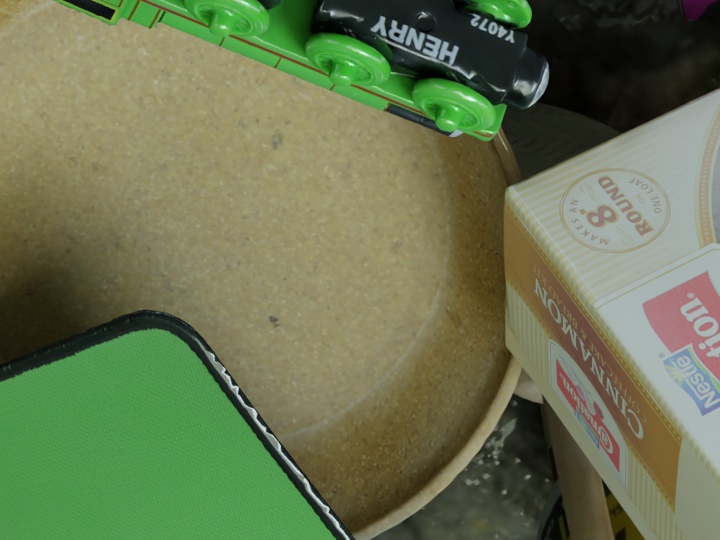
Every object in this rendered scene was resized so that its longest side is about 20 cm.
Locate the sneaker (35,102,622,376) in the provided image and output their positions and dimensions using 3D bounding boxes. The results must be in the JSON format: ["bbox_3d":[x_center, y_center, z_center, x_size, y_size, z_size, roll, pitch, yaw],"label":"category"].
[{"bbox_3d":[0.000,0.000,0.866,0.199,0.075,0.085,3,124,5],"label":"sneaker"}]

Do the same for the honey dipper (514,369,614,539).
[{"bbox_3d":[0.060,0.057,0.830,0.038,0.200,0.038,-1,125,-2],"label":"honey dipper"}]

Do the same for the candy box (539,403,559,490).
[{"bbox_3d":[0.149,0.103,0.957,0.115,0.055,0.201,-22,122,10],"label":"candy box"}]

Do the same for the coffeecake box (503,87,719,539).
[{"bbox_3d":[0.159,0.011,0.739,0.199,0.154,0.073,-25,146,-15],"label":"coffeecake box"}]

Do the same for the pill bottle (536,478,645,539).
[{"bbox_3d":[0.113,0.134,0.820,0.111,0.200,0.112,-2,123,-3],"label":"pill bottle"}]

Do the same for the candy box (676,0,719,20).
[{"bbox_3d":[0.168,-0.154,0.766,0.199,0.061,0.137,-13,134,4],"label":"candy box"}]

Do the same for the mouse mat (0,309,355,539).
[{"bbox_3d":[-0.044,0.103,0.807,0.161,0.008,0.200,-20,115,44],"label":"mouse mat"}]

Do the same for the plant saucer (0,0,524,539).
[{"bbox_3d":[-0.049,-0.009,0.803,0.199,0.035,0.201,3,118,6],"label":"plant saucer"}]

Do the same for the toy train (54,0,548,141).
[{"bbox_3d":[-0.049,-0.079,0.716,0.199,0.042,0.056,23,161,-8],"label":"toy train"}]
